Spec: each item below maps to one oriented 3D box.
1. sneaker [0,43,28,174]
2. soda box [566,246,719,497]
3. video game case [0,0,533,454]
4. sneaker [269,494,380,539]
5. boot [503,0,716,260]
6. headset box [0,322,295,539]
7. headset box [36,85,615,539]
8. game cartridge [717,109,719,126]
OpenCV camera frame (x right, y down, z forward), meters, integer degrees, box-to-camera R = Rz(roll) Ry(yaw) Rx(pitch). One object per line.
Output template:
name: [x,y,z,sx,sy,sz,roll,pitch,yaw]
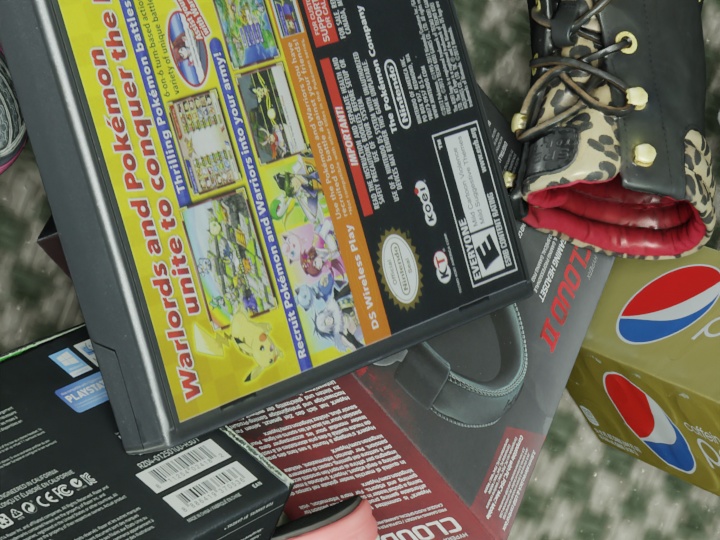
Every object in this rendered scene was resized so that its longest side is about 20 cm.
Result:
sneaker: [-0.185,-0.101,0.915,0.081,0.075,0.200,-38,88,24]
soda box: [0.145,0.043,1.051,0.064,0.200,0.068,-41,115,-14]
video game case: [-0.033,-0.063,0.905,0.181,0.025,0.201,-21,97,-47]
sneaker: [-0.037,0.142,0.981,0.074,0.200,0.087,-19,81,-22]
boot: [0.073,-0.098,1.001,0.200,0.073,0.151,33,54,-58]
headset box: [-0.134,0.139,0.878,0.174,0.093,0.200,-25,145,-49]
headset box: [0.000,0.000,1.004,0.200,0.077,0.149,49,44,-24]
game cartridge: [0.210,-0.069,1.105,0.200,0.038,0.130,-53,125,-36]
